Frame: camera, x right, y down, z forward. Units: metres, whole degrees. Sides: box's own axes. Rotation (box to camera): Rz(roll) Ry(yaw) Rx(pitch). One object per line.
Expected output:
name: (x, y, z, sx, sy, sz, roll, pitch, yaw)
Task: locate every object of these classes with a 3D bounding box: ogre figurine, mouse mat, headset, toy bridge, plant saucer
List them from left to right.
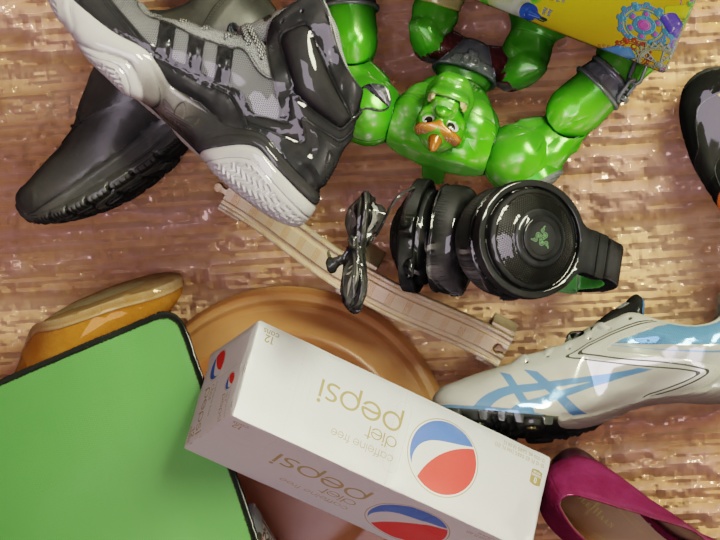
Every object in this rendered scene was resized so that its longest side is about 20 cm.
mouse mat: (-0.166, 0.130, 1.477, 0.199, 0.008, 0.162, -22, 79, 14)
plant saucer: (-0.044, 0.111, 1.540, 0.199, 0.037, 0.202, 1, 99, 6)
toy bridge: (0.000, 0.000, 1.502, 0.199, 0.067, 0.027, 30, 101, 0)
ogre figurine: (0.062, -0.112, 1.467, 0.199, 0.098, 0.121, 20, 83, -14)
headset: (0.062, -0.004, 1.431, 0.123, 0.199, 0.095, 2, 79, 43)

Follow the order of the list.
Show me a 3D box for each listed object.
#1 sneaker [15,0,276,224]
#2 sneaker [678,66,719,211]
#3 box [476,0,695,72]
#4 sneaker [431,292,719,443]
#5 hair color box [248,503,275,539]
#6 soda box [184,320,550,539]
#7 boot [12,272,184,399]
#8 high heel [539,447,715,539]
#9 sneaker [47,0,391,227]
sneaker: (-0.129, -0.104, 1.504, 0.200, 0.076, 0.091, -38, 85, 3)
sneaker: (0.246, -0.026, 1.458, 0.070, 0.090, 0.201, -27, 96, 10)
box: (0.118, -0.245, 1.376, 0.192, 0.122, 0.201, 22, 136, 2)
sneaker: (0.137, 0.057, 1.492, 0.199, 0.072, 0.073, -11, 76, -3)
hair color box: (-0.135, 0.213, 1.521, 0.199, 0.061, 0.099, -16, 130, 16)
soda box: (0.005, 0.104, 1.452, 0.199, 0.068, 0.064, 25, 60, -19)
boot: (-0.167, 0.097, 1.536, 0.200, 0.071, 0.145, -24, 95, 18)
high heel: (0.185, 0.182, 1.496, 0.199, 0.096, 0.068, 35, 101, 0)
sneaker: (-0.076, -0.126, 1.428, 0.200, 0.075, 0.114, 42, 92, 3)
